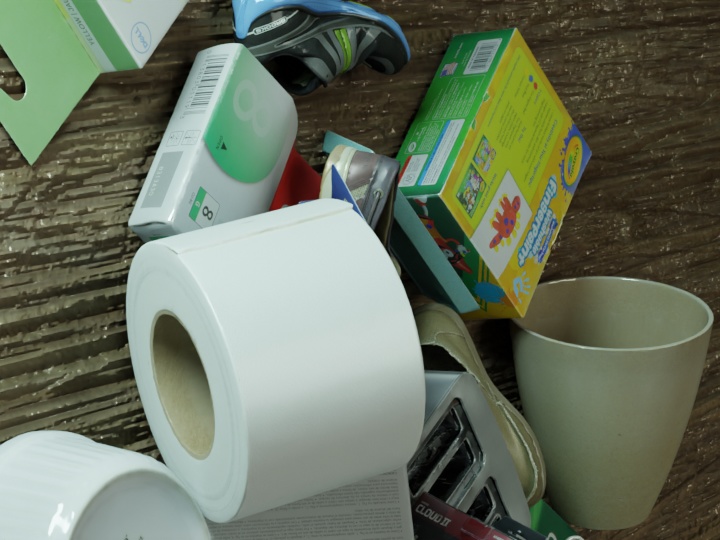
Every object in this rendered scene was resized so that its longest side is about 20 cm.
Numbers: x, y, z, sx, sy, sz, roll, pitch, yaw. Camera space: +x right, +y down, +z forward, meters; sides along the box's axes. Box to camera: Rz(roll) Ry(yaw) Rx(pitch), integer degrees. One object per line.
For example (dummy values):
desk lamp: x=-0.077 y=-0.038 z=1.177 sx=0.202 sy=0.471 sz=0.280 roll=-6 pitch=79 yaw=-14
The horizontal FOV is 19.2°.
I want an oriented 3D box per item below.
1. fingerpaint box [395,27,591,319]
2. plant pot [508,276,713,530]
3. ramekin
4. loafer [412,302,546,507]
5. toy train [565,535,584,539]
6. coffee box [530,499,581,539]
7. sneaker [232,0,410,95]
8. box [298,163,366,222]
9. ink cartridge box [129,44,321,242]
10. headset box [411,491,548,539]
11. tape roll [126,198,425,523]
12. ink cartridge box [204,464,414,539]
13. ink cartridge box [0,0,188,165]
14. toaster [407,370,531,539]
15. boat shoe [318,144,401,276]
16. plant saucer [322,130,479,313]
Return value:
fingerpaint box: x=0.112 y=-0.084 z=1.885 sx=0.167 sy=0.073 sz=0.200 roll=53 pitch=49 yaw=-37
plant pot: x=0.228 y=0.130 z=1.966 sx=0.187 sy=0.187 sz=0.201 roll=-28 pitch=124 yaw=-51
ramekin: x=-0.183 y=0.210 z=1.443 sx=0.202 sy=0.094 sz=0.203 roll=3 pitch=86 yaw=-54
loafer: x=0.089 y=0.126 z=1.816 sx=0.200 sy=0.076 sz=0.067 roll=57 pitch=24 yaw=-7
toy train: x=0.131 y=0.311 z=1.846 sx=0.200 sy=0.056 sz=0.151 roll=-14 pitch=120 yaw=-33
coffee box: x=0.140 y=0.263 z=1.929 sx=0.200 sy=0.044 sz=0.123 roll=47 pitch=52 yaw=-42
sneaker: x=-0.037 y=-0.180 z=1.700 sx=0.199 sy=0.071 sz=0.083 roll=4 pitch=98 yaw=-53
box: x=-0.021 y=0.032 z=1.611 sx=0.032 sy=0.121 sz=0.200 roll=-6 pitch=121 yaw=-14
ink cartridge box: x=-0.079 y=-0.050 z=1.629 sx=0.200 sy=0.050 sz=0.161 roll=44 pitch=55 yaw=-41
headset box: x=0.063 y=0.266 z=1.574 sx=0.200 sy=0.149 sz=0.075 roll=-52 pitch=128 yaw=-13
tape roll: x=-0.063 y=0.062 z=1.483 sx=0.139 sy=0.203 sz=0.203 roll=-16 pitch=102 yaw=-24
ink cartridge box: x=-0.039 y=0.222 z=1.535 sx=0.050 sy=0.160 sz=0.200 roll=90 pitch=-4 yaw=-55
ink cartridge box: x=-0.202 y=-0.193 z=1.481 sx=0.146 sy=0.048 sz=0.200 roll=59 pitch=42 yaw=-34
toaster: x=0.037 y=0.190 z=1.729 sx=0.200 sy=0.118 sz=0.181 roll=-50 pitch=128 yaw=-43
boat shoe: x=0.000 y=0.000 z=1.702 sx=0.072 sy=0.065 sz=0.201 roll=-37 pitch=133 yaw=-64
plant saucer: x=0.032 y=-0.036 z=1.783 sx=0.019 sy=0.070 sz=0.200 roll=-46 pitch=128 yaw=-14
